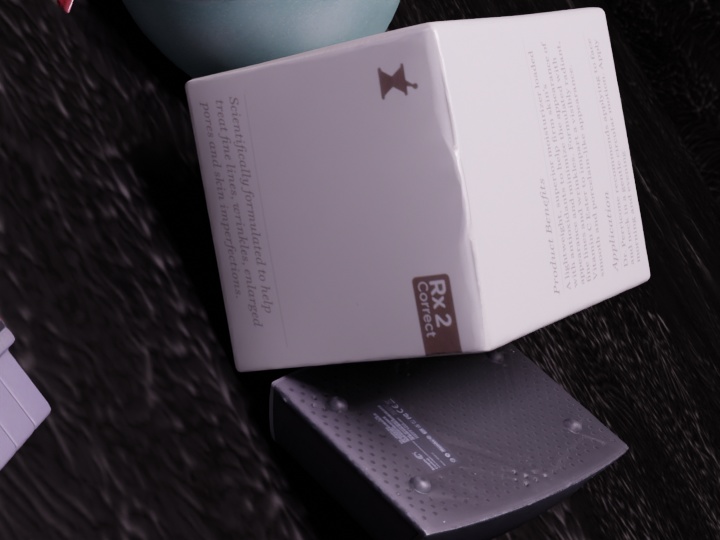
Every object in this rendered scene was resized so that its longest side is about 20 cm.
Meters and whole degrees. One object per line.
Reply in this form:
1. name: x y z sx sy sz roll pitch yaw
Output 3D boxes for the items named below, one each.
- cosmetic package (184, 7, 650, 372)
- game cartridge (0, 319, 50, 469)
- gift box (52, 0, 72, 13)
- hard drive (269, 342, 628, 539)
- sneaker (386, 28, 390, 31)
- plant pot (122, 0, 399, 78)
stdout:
1. cosmetic package: 0.037 -0.047 0.954 0.200 0.165 0.166 -16 97 -55
2. game cartridge: -0.198 0.000 0.627 0.200 0.038 0.130 54 23 -10
3. gift box: -0.142 -0.243 0.749 0.200 0.185 0.187 49 10 36
4. hard drive: 0.049 0.094 0.957 0.135 0.042 0.200 42 31 26
5. sneaker: 0.029 -0.124 1.314 0.200 0.075 0.116 40 39 -41
6. plant pot: -0.056 -0.183 1.083 0.201 0.199 0.135 -100 177 -49
